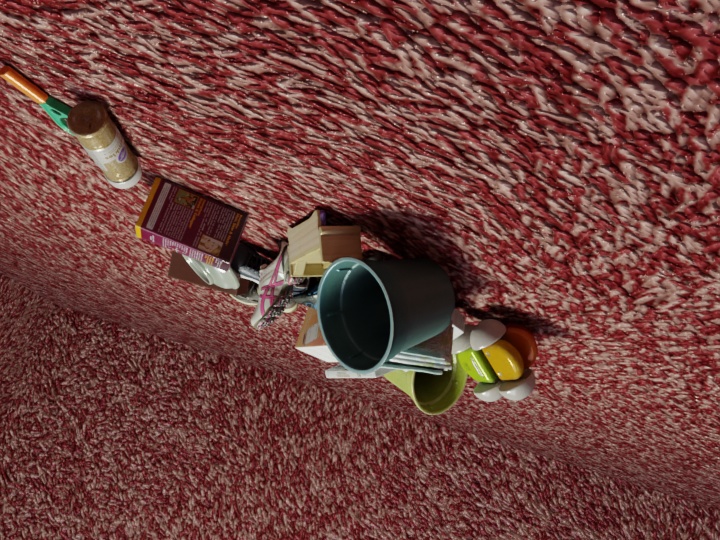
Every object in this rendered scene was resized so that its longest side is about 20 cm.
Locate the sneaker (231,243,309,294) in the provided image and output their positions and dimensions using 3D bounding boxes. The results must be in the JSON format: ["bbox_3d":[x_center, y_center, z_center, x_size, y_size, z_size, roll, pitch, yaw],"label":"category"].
[{"bbox_3d":[-0.204,-0.010,1.591,0.201,0.078,0.145,33,154,-27],"label":"sneaker"}]

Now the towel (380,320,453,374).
[{"bbox_3d":[0.087,0.135,1.392,0.196,0.049,0.172,9,-155,7],"label":"towel"}]

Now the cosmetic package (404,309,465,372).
[{"bbox_3d":[0.107,0.124,1.531,0.150,0.052,0.200,36,131,-15],"label":"cosmetic package"}]

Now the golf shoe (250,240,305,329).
[{"bbox_3d":[-0.185,0.032,1.518,0.092,0.202,0.072,35,-170,15],"label":"golf shoe"}]

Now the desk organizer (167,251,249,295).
[{"bbox_3d":[-0.373,-0.001,1.753,0.197,0.078,0.072,15,-175,14],"label":"desk organizer"}]

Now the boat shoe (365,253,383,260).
[{"bbox_3d":[0.000,0.000,1.459,0.066,0.058,0.199,-13,-177,-28],"label":"boat shoe"}]

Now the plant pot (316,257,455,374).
[{"bbox_3d":[0.056,0.063,1.277,0.194,0.204,0.198,-12,-173,-41],"label":"plant pot"}]

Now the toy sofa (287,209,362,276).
[{"bbox_3d":[-0.072,-0.050,1.346,0.081,0.100,0.199,-1,171,-24],"label":"toy sofa"}]

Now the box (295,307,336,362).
[{"bbox_3d":[-0.056,0.135,1.740,0.105,0.155,0.199,26,161,-24],"label":"box"}]

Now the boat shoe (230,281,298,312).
[{"bbox_3d":[-0.259,0.055,1.866,0.197,0.073,0.066,15,152,13],"label":"boat shoe"}]

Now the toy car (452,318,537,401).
[{"bbox_3d":[0.298,0.176,1.516,0.176,0.149,0.199,57,151,-6],"label":"toy car"}]

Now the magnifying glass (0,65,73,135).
[{"bbox_3d":[-0.523,-0.278,1.202,0.078,0.023,0.200,8,159,32],"label":"magnifying glass"}]

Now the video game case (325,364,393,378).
[{"bbox_3d":[0.044,0.221,1.690,0.198,0.023,0.180,-13,-178,-42],"label":"video game case"}]

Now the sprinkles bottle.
[{"bbox_3d":[-0.441,-0.214,1.227,0.067,0.069,0.200,17,163,6],"label":"sprinkles bottle"}]

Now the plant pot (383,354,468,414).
[{"bbox_3d":[0.151,0.250,1.852,0.199,0.203,0.183,32,170,-38],"label":"plant pot"}]

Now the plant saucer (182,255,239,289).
[{"bbox_3d":[-0.359,-0.024,1.612,0.200,0.050,0.201,41,160,18],"label":"plant saucer"}]

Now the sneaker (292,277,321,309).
[{"bbox_3d":[-0.101,0.068,1.649,0.082,0.073,0.200,46,169,-14],"label":"sneaker"}]

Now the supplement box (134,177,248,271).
[{"bbox_3d":[-0.339,-0.090,1.424,0.197,0.112,0.086,22,163,-11],"label":"supplement box"}]
